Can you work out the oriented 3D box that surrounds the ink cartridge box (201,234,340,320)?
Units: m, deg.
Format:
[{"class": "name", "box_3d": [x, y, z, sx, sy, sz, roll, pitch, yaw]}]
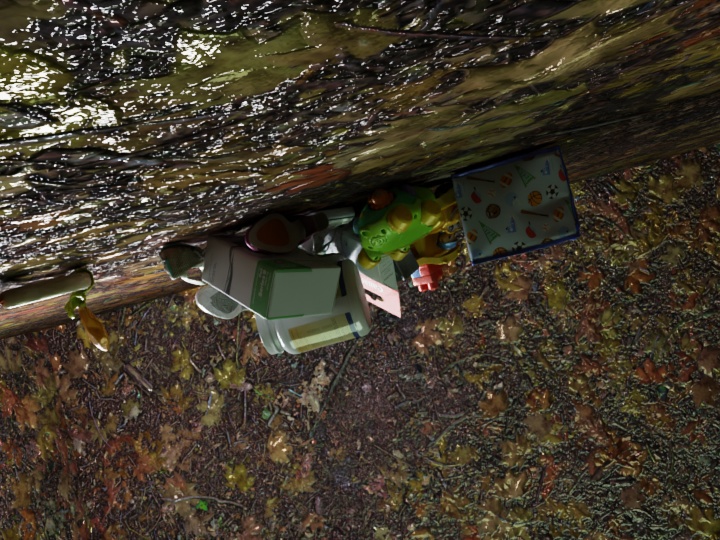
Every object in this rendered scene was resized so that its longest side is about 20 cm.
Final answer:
[{"class": "ink cartridge box", "box_3d": [-0.153, 0.005, 1.040, 0.198, 0.086, 0.144, 24, -162, 41]}]

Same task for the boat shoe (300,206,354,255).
[{"class": "boat shoe", "box_3d": [-0.094, -0.058, 1.164, 0.197, 0.088, 0.074, -14, -179, 21]}]

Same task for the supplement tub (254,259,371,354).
[{"class": "supplement tub", "box_3d": [-0.089, 0.072, 1.169, 0.195, 0.148, 0.144, -15, 180, 6]}]

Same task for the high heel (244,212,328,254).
[{"class": "high heel", "box_3d": [-0.142, -0.060, 1.037, 0.094, 0.069, 0.199, -16, -171, 35]}]

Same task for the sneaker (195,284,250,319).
[{"class": "sneaker", "box_3d": [-0.295, 0.061, 1.386, 0.098, 0.080, 0.198, 6, -178, 37]}]

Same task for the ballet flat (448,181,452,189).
[{"class": "ballet flat", "box_3d": [0.274, -0.170, 1.310, 0.196, 0.076, 0.074, -15, -179, -23]}]

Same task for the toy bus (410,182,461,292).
[{"class": "toy bus", "box_3d": [0.138, -0.060, 1.263, 0.134, 0.196, 0.198, -24, -175, -43]}]

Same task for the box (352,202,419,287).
[{"class": "box", "box_3d": [0.014, -0.049, 1.267, 0.048, 0.161, 0.199, -36, -168, -29]}]

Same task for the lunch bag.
[{"class": "lunch bag", "box_3d": [0.280, -0.116, 1.117, 0.195, 0.174, 0.124, -15, -177, 18]}]

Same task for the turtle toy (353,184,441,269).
[{"class": "turtle toy", "box_3d": [0.066, -0.092, 1.086, 0.197, 0.102, 0.146, -17, 158, -42]}]

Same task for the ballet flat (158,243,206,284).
[{"class": "ballet flat", "box_3d": [-0.281, -0.013, 1.104, 0.066, 0.077, 0.199, -15, -179, 21]}]

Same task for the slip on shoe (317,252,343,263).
[{"class": "slip on shoe", "box_3d": [-0.127, -0.016, 1.233, 0.195, 0.062, 0.076, -14, 164, 22]}]

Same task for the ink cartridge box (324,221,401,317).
[{"class": "ink cartridge box", "box_3d": [0.000, 0.000, 1.238, 0.158, 0.204, 0.047, 25, -131, 39]}]

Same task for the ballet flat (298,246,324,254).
[{"class": "ballet flat", "box_3d": [-0.116, -0.021, 1.305, 0.201, 0.066, 0.071, -51, -161, 38]}]

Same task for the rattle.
[{"class": "rattle", "box_3d": [-0.501, 0.077, 0.959, 0.127, 0.147, 0.200, 5, -166, 19]}]
